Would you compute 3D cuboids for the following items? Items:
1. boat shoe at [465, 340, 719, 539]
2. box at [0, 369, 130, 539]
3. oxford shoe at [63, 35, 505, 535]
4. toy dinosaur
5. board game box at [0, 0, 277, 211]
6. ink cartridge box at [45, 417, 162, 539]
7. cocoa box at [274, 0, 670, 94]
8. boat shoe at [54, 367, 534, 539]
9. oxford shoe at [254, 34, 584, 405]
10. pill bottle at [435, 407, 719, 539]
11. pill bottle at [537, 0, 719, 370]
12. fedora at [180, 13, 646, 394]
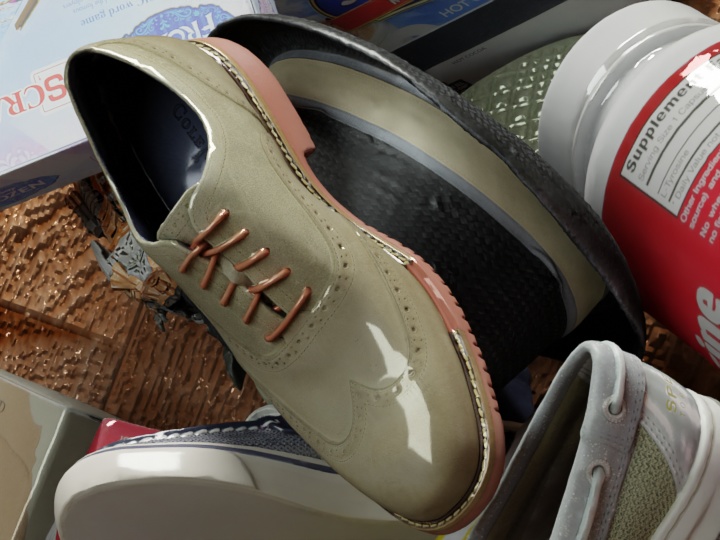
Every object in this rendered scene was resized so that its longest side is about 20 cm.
[{"bbox_3d":[0.040,0.115,0.931,0.202,0.065,0.074,-54,26,10],"label":"boat shoe"},{"bbox_3d":[-0.158,0.150,1.290,0.095,0.078,0.201,17,85,50],"label":"box"},{"bbox_3d":[-0.031,0.004,0.942,0.071,0.074,0.200,-51,61,21],"label":"oxford shoe"},{"bbox_3d":[-0.070,-0.036,1.229,0.102,0.135,0.201,-41,30,35],"label":"toy dinosaur"},{"bbox_3d":[-0.144,-0.128,1.163,0.199,0.041,0.201,-20,75,12],"label":"board game box"},{"bbox_3d":[-0.094,0.182,1.130,0.146,0.082,0.201,120,164,-53],"label":"ink cartridge box"},{"bbox_3d":[0.023,-0.158,1.204,0.199,0.131,0.134,-23,56,38],"label":"cocoa box"},{"bbox_3d":[-0.018,0.070,1.105,0.093,0.199,0.075,-101,27,-43],"label":"boat shoe"},{"bbox_3d":[0.040,-0.013,1.179,0.200,0.058,0.075,-47,35,-1],"label":"oxford shoe"},{"bbox_3d":[0.049,0.155,1.039,0.200,0.114,0.114,-53,42,14],"label":"pill bottle"},{"bbox_3d":[0.148,-0.016,1.017,0.113,0.112,0.200,-58,41,8],"label":"pill bottle"},{"bbox_3d":[0.000,0.000,1.039,0.200,0.201,0.092,18,63,49],"label":"fedora"}]
